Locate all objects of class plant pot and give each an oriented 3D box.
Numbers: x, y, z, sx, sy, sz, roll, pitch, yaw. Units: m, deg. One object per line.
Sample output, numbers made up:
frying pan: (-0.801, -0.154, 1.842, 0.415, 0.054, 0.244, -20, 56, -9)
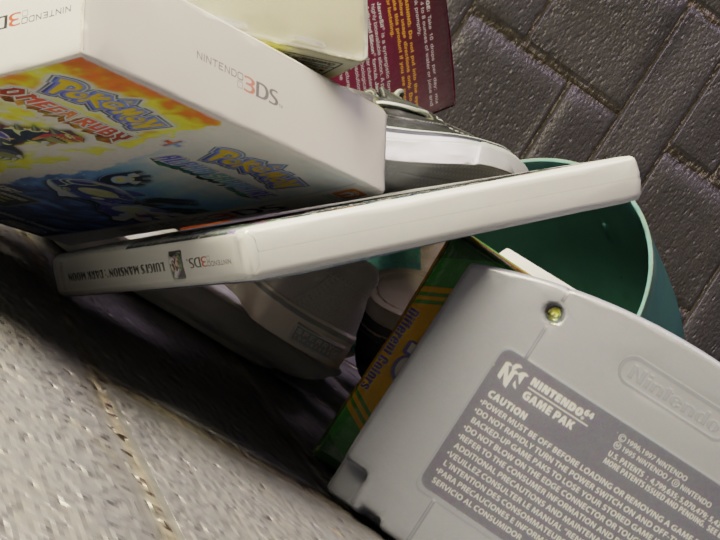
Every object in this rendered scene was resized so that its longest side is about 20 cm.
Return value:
plant pot: (0.126, 0.053, 1.087, 0.201, 0.201, 0.161, 35, -10, 43)

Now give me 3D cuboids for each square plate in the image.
square plate: (-0.114, -0.003, 0.957, 0.198, 0.028, 0.200, 31, 3, -15)

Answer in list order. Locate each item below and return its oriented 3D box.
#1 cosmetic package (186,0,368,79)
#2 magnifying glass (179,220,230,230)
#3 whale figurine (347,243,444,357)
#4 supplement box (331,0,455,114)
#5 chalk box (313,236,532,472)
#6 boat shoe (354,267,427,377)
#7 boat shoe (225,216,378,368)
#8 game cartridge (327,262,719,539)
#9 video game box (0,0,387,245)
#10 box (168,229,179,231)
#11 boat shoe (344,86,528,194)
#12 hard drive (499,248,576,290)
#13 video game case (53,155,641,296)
cosmetic package: (-0.093, -0.113, 0.724, 0.103, 0.087, 0.200, 8, -16, -36)
magnifying glass: (-0.097, -0.041, 0.909, 0.080, 0.022, 0.200, -13, 24, -13)
whale figurine: (0.000, 0.000, 0.974, 0.104, 0.159, 0.200, 8, 50, -23)
supplement box: (-0.052, -0.113, 0.936, 0.110, 0.086, 0.200, 13, 29, 43)
chalk box: (0.098, 0.085, 0.771, 0.200, 0.124, 0.124, 33, 3, 3)
boat shoe: (0.092, 0.057, 0.878, 0.200, 0.063, 0.073, 17, 30, 0)
boat shoe: (-0.042, -0.011, 0.899, 0.072, 0.069, 0.200, 32, 4, -19)
game cartridge: (0.103, 0.089, 0.658, 0.200, 0.133, 0.041, 33, 3, 12)
video game box: (-0.116, -0.060, 0.664, 0.182, 0.047, 0.200, -10, -17, 31)
box: (-0.069, -0.035, 1.145, 0.078, 0.095, 0.200, -15, -31, 34)
boat shoe: (0.012, -0.068, 0.866, 0.200, 0.072, 0.071, 10, 50, -40)
hard drive: (0.111, 0.080, 0.944, 0.200, 0.132, 0.027, 35, -10, 44)
video game case: (-0.009, -0.018, 0.717, 0.200, 0.023, 0.182, -12, 3, -33)
